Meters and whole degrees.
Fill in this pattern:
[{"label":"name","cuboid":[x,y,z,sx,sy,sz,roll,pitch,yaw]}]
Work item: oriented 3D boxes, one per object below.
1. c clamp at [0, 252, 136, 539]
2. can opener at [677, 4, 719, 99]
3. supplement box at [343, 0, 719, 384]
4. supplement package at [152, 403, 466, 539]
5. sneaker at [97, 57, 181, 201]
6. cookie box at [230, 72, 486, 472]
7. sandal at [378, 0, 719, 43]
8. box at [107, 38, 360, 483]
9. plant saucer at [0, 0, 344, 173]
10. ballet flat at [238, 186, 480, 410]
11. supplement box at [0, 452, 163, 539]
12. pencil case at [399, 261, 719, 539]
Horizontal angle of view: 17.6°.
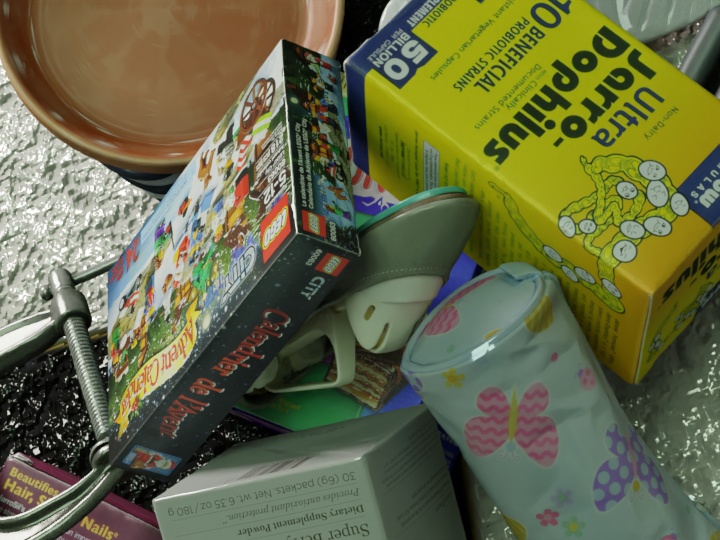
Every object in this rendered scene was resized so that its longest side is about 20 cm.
[{"label":"c clamp","cuboid":[-0.171,0.071,1.289,0.170,0.027,0.201,-23,43,5]},{"label":"can opener","cuboid":[0.164,-0.056,1.260,0.053,0.067,0.201,27,86,27]},{"label":"supplement box","cuboid":[0.101,-0.058,1.184,0.200,0.110,0.109,39,71,18]},{"label":"supplement package","cuboid":[-0.008,0.187,1.188,0.120,0.120,0.201,-14,95,19]},{"label":"sneaker","cuboid":[-0.145,-0.113,1.386,0.070,0.108,0.200,-43,63,5]},{"label":"cookie box","cuboid":[0.000,0.000,1.308,0.170,0.075,0.201,19,82,27]},{"label":"sandal","cuboid":[0.113,-0.138,1.318,0.205,0.059,0.080,-14,77,-4]},{"label":"box","cuboid":[-0.071,-0.003,1.204,0.200,0.037,0.137,-50,32,37]},{"label":"plant saucer","cuboid":[-0.108,-0.149,1.311,0.199,0.032,0.202,1,72,-2]},{"label":"ballet flat","cuboid":[-0.002,0.022,1.197,0.200,0.067,0.064,-30,68,44]},{"label":"supplement box","cuboid":[-0.164,0.224,1.292,0.130,0.103,0.201,22,84,30]},{"label":"pencil case","cuboid":[0.104,0.094,1.169,0.090,0.200,0.083,-33,20,9]}]
